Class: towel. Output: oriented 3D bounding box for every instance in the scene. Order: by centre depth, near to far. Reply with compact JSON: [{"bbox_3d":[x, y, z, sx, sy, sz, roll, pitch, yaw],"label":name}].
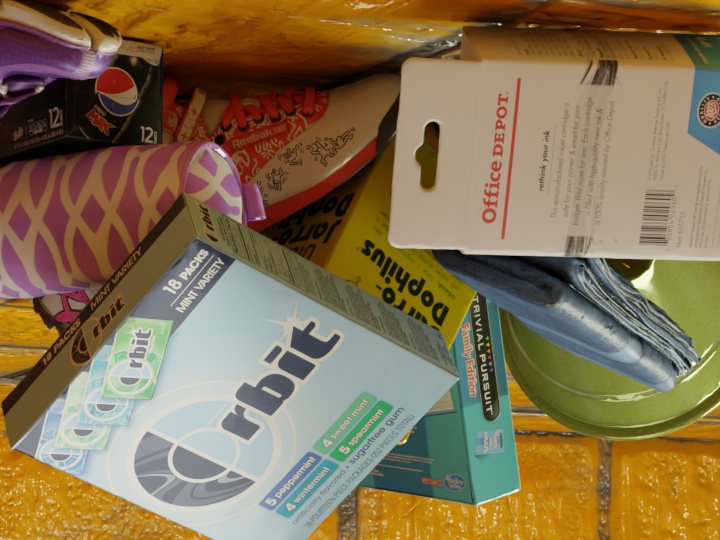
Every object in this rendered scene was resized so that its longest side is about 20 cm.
[{"bbox_3d":[0.126,0.015,1.527,0.111,0.049,0.200,22,175,32],"label":"towel"}]

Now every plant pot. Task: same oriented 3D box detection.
[{"bbox_3d":[0.171,-0.008,1.726,0.198,0.202,0.190,-2,159,16],"label":"plant pot"}]

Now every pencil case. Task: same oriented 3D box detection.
[{"bbox_3d":[-0.156,-0.029,1.451,0.199,0.085,0.085,-4,-169,26],"label":"pencil case"}]

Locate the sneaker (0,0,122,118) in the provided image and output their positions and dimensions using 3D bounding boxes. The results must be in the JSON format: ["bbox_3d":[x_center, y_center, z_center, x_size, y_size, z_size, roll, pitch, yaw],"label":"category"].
[{"bbox_3d":[-0.208,-0.100,1.381,0.199,0.084,0.080,-8,168,41],"label":"sneaker"}]

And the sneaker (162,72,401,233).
[{"bbox_3d":[-0.072,-0.084,1.518,0.201,0.108,0.067,-33,-159,17],"label":"sneaker"}]

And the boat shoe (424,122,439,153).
[{"bbox_3d":[0.120,-0.086,1.552,0.199,0.071,0.070,6,132,-50],"label":"boat shoe"}]

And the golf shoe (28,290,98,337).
[{"bbox_3d":[-0.138,0.015,1.523,0.072,0.093,0.200,-3,-152,-35],"label":"golf shoe"}]

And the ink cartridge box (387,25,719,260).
[{"bbox_3d":[0.113,-0.072,1.402,0.198,0.117,0.068,2,-158,-8],"label":"ink cartridge box"}]

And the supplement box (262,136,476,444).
[{"bbox_3d":[0.000,0.000,1.561,0.109,0.201,0.109,39,152,-25],"label":"supplement box"}]

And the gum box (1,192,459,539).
[{"bbox_3d":[-0.072,0.067,1.419,0.199,0.045,0.170,29,114,-33],"label":"gum box"}]

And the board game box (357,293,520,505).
[{"bbox_3d":[0.035,0.053,1.744,0.047,0.202,0.150,-14,-169,-38],"label":"board game box"}]

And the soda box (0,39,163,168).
[{"bbox_3d":[-0.196,-0.091,1.507,0.070,0.064,0.199,6,170,-36],"label":"soda box"}]
